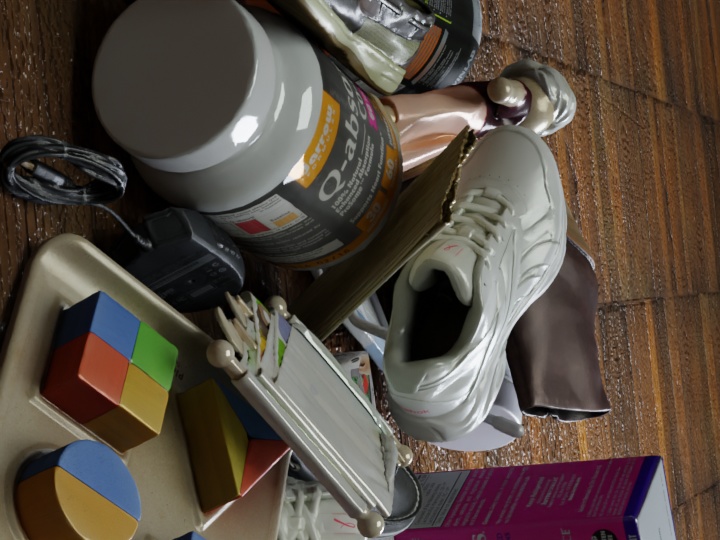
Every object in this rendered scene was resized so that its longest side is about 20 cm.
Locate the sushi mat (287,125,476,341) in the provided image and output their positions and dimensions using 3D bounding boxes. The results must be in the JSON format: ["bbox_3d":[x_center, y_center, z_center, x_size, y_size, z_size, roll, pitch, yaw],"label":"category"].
[{"bbox_3d":[0.000,0.000,1.181,0.012,0.200,0.096,37,38,-11],"label":"sushi mat"}]

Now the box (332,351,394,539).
[{"bbox_3d":[-0.014,0.159,1.283,0.110,0.035,0.201,-19,102,-70],"label":"box"}]

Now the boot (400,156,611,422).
[{"bbox_3d":[0.102,0.012,1.361,0.200,0.072,0.167,16,58,-49],"label":"boot"}]

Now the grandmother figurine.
[{"bbox_3d":[0.061,-0.097,1.284,0.200,0.121,0.061,-13,99,-42],"label":"grandmother figurine"}]

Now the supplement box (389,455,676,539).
[{"bbox_3d":[0.107,0.196,1.367,0.103,0.199,0.102,-48,128,-63],"label":"supplement box"}]

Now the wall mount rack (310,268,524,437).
[{"bbox_3d":[0.030,0.031,1.328,0.174,0.074,0.200,67,8,28],"label":"wall mount rack"}]

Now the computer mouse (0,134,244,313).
[{"bbox_3d":[-0.119,-0.028,1.026,0.200,0.058,0.034,42,28,-57],"label":"computer mouse"}]

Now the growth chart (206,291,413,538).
[{"bbox_3d":[-0.024,0.067,1.058,0.145,0.018,0.200,50,9,-3],"label":"growth chart"}]

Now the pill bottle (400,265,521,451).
[{"bbox_3d":[0.082,0.025,1.480,0.111,0.111,0.201,57,33,-52],"label":"pill bottle"}]

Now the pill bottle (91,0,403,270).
[{"bbox_3d":[-0.060,-0.077,1.105,0.200,0.116,0.117,34,52,-65],"label":"pill bottle"}]

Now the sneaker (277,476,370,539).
[{"bbox_3d":[-0.049,0.134,1.092,0.200,0.099,0.078,27,59,-67],"label":"sneaker"}]

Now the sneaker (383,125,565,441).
[{"bbox_3d":[0.067,-0.003,1.187,0.099,0.078,0.201,60,45,-63],"label":"sneaker"}]

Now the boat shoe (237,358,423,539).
[{"bbox_3d":[-0.013,0.105,1.181,0.200,0.066,0.070,42,57,-41],"label":"boat shoe"}]

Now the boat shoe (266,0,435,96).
[{"bbox_3d":[-0.014,-0.156,1.086,0.065,0.073,0.200,-52,159,1],"label":"boat shoe"}]

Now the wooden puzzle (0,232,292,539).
[{"bbox_3d":[-0.098,0.103,0.954,0.185,0.046,0.201,41,43,-31],"label":"wooden puzzle"}]

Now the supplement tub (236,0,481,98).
[{"bbox_3d":[-0.005,-0.169,1.277,0.200,0.122,0.123,10,74,-70],"label":"supplement tub"}]
